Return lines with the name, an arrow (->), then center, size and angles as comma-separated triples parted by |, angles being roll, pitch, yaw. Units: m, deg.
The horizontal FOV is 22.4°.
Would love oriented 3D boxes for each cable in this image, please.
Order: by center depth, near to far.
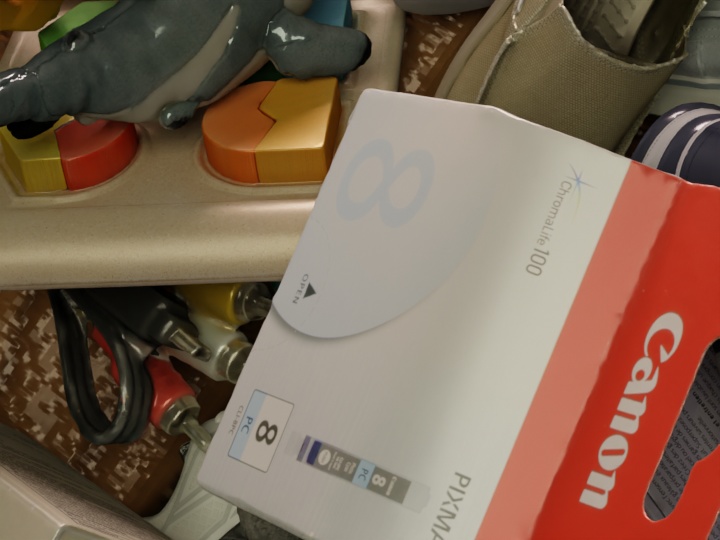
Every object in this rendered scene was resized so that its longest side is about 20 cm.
cable -> -0.116, 0.006, 0.805 | 0.200, 0.050, 0.097 | 39, 98, 37

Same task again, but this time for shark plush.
shark plush -> -0.090, -0.108, 0.730 | 0.199, 0.084, 0.091 | -24, 41, -21

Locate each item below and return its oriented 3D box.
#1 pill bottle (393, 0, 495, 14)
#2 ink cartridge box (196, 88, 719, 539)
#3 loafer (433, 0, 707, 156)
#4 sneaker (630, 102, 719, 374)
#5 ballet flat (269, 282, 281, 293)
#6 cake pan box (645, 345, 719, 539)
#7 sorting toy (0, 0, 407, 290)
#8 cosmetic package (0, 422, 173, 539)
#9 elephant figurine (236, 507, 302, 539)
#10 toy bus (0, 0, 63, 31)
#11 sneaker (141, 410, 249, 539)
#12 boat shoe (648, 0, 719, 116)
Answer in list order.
pill bottle -> 0.032, -0.220, 0.797 | 0.110, 0.111, 0.201 | -14, 79, 5
ink cartridge box -> 0.042, 0.028, 0.604 | 0.200, 0.047, 0.161 | 15, 79, 53
loafer -> 0.083, -0.081, 0.708 | 0.075, 0.068, 0.201 | 17, 103, -19
sneaker -> 0.150, 0.032, 0.666 | 0.070, 0.108, 0.201 | -22, 116, -14
ballet flat -> 0.000, 0.000, 0.767 | 0.062, 0.068, 0.200 | 1, 36, -25
cake pan box -> 0.194, 0.067, 0.721 | 0.184, 0.052, 0.200 | -38, 91, -15
sorting toy -> -0.077, -0.073, 0.776 | 0.184, 0.037, 0.201 | -2, 43, 7
cosmetic package -> -0.144, 0.117, 0.718 | 0.200, 0.103, 0.088 | 23, 85, 52
elephant figurine -> 0.019, 0.190, 0.716 | 0.141, 0.155, 0.201 | 18, 89, 36
toy bus -> -0.173, -0.162, 0.766 | 0.191, 0.200, 0.136 | 21, 86, 12
sneaker -> -0.028, 0.080, 0.780 | 0.200, 0.075, 0.081 | -42, 67, -3
boat shoe -> 0.162, -0.093, 0.733 | 0.070, 0.200, 0.072 | 0, 99, -35
